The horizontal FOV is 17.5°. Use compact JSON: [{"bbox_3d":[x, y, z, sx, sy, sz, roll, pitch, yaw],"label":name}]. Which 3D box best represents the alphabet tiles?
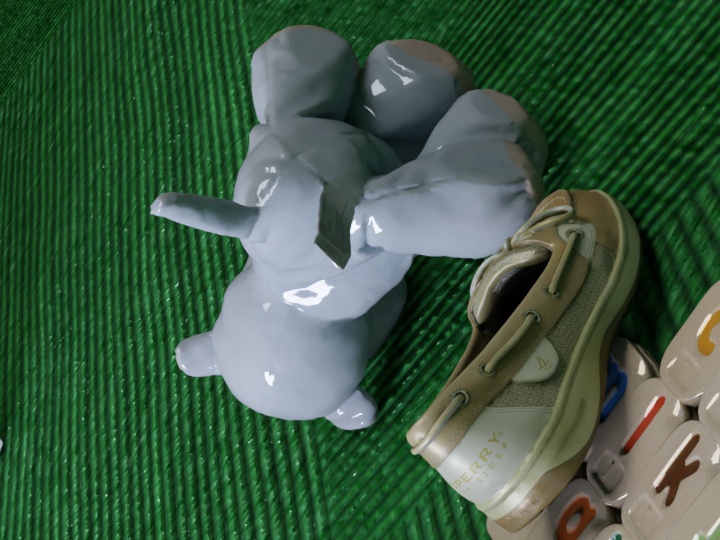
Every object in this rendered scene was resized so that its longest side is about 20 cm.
[{"bbox_3d":[0.105,0.102,0.869,0.196,0.015,0.200,-56,23,10],"label":"alphabet tiles"}]

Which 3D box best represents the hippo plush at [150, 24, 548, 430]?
[{"bbox_3d":[0.000,0.000,1.098,0.200,0.158,0.162,-66,-12,-53],"label":"hippo plush"}]

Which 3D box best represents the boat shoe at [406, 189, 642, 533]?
[{"bbox_3d":[0.065,0.021,0.952,0.073,0.063,0.201,-48,13,38],"label":"boat shoe"}]

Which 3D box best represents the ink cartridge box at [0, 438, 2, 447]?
[{"bbox_3d":[-0.345,0.096,1.628,0.084,0.145,0.200,-58,23,-2],"label":"ink cartridge box"}]
